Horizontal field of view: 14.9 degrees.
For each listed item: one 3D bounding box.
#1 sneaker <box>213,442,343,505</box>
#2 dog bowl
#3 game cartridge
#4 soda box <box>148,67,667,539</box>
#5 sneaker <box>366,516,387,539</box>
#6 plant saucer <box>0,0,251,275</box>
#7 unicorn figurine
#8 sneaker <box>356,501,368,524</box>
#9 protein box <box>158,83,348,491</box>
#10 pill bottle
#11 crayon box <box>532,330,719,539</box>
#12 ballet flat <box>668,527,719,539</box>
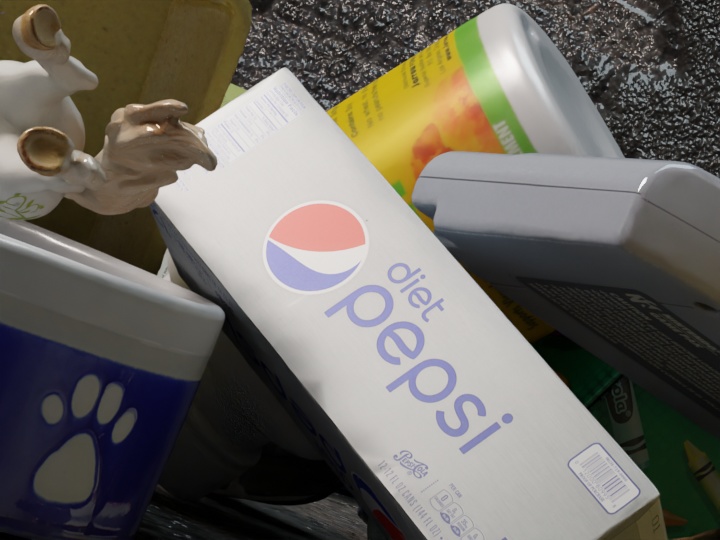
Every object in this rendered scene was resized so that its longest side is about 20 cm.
[{"bbox_3d":[-0.078,0.040,1.123,0.199,0.075,0.085,26,-4,26],"label":"sneaker"},{"bbox_3d":[-0.147,0.012,0.831,0.199,0.079,0.200,21,0,0],"label":"dog bowl"},{"bbox_3d":[0.126,0.021,0.887,0.200,0.042,0.133,34,-19,-32],"label":"game cartridge"},{"bbox_3d":[0.012,0.032,0.846,0.200,0.063,0.068,49,-11,31],"label":"soda box"},{"bbox_3d":[0.081,0.114,0.881,0.200,0.071,0.080,25,-13,42],"label":"sneaker"},{"bbox_3d":[-0.154,-0.055,0.943,0.199,0.201,0.049,21,30,-3],"label":"plant saucer"},{"bbox_3d":[-0.147,-0.061,0.815,0.200,0.074,0.137,36,-11,-8],"label":"unicorn figurine"},{"bbox_3d":[0.030,0.092,1.113,0.081,0.074,0.200,11,-9,19],"label":"sneaker"},{"bbox_3d":[-0.045,0.002,1.353,0.198,0.135,0.200,21,11,-40],"label":"protein box"},{"bbox_3d":[0.000,0.000,1.002,0.111,0.199,0.111,54,13,-19],"label":"pill bottle"},{"bbox_3d":[0.126,0.081,1.071,0.200,0.058,0.119,43,6,-31],"label":"crayon box"},{"bbox_3d":[0.156,0.112,0.926,0.072,0.068,0.200,3,-15,-28],"label":"ballet flat"}]
